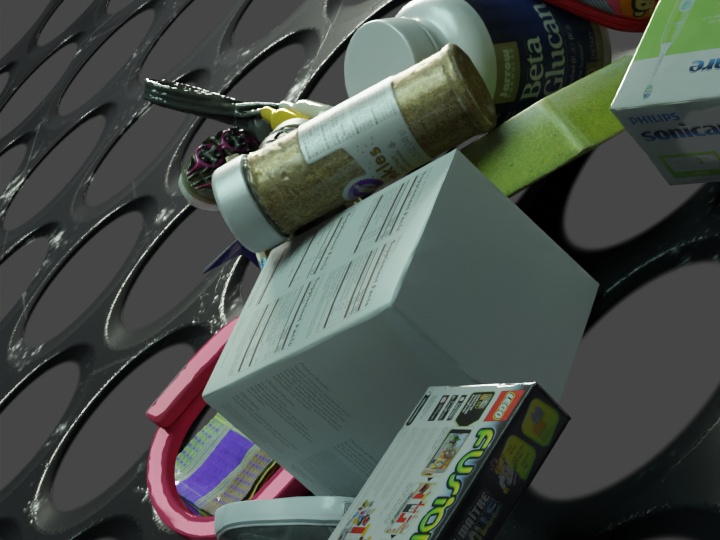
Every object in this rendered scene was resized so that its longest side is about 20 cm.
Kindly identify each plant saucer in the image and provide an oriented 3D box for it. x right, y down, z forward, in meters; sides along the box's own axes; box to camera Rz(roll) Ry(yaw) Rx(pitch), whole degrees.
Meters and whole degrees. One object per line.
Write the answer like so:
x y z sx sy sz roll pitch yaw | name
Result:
0.125 -0.090 1.648 0.200 0.048 0.200 -31 0 38 | plant saucer

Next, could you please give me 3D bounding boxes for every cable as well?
-0.078 -0.132 1.824 0.097 0.200 0.050 -15 -57 -53 | cable

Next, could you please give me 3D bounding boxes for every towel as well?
-0.091 0.137 1.821 0.144 0.023 0.200 -51 21 -6 | towel

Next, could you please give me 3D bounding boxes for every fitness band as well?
-0.082 0.117 1.727 0.200 0.037 0.144 -48 57 2 | fitness band

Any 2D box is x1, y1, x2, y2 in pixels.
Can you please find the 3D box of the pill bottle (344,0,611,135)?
0.088 -0.159 1.741 0.200 0.111 0.111 -12 -6 -40 | pill bottle

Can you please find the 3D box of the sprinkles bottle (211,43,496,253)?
-0.005 -0.085 1.596 0.200 0.068 0.068 -28 26 15 | sprinkles bottle

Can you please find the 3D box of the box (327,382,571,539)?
0.030 0.152 1.311 0.110 0.035 0.200 -6 44 57 | box

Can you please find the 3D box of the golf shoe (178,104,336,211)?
-0.079 -0.074 1.883 0.200 0.073 0.092 -17 -24 -48 | golf shoe

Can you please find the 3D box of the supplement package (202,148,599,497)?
0.028 0.049 1.561 0.200 0.152 0.151 -28 29 43 | supplement package

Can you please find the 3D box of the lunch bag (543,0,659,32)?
0.181 -0.275 1.775 0.200 0.176 0.082 -54 -17 -51 | lunch bag

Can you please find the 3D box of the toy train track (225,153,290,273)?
-0.059 -0.004 1.697 0.032 0.115 0.200 -18 59 0 | toy train track

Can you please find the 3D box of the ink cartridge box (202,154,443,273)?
-0.007 -0.065 1.837 0.200 0.047 0.198 -37 -2 -40 | ink cartridge box

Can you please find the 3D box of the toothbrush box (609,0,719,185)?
0.274 -0.162 1.503 0.145 0.086 0.200 -4 48 44 | toothbrush box

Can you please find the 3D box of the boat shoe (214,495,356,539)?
-0.047 0.196 1.584 0.200 0.070 0.066 -15 67 57 | boat shoe

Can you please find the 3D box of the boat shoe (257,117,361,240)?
-0.011 -0.018 1.684 0.072 0.200 0.060 -29 10 26 | boat shoe

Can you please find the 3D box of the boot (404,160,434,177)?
0.000 0.000 1.783 0.200 0.068 0.131 -38 3 44 | boot
